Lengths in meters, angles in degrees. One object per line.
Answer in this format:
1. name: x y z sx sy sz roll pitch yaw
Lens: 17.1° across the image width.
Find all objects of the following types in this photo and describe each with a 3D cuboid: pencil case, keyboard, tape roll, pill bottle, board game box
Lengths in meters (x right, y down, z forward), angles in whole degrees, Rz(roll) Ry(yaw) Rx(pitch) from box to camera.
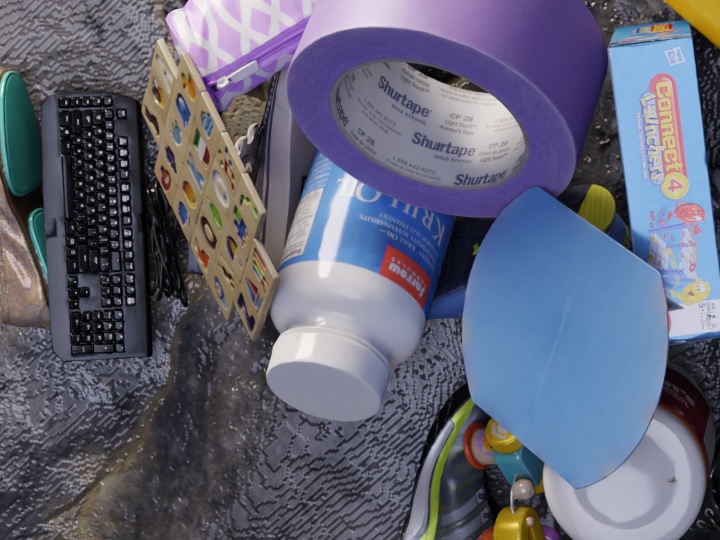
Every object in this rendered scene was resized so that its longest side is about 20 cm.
1. pencil case: -0.041 -0.187 1.679 0.200 0.086 0.084 -31 120 3
2. keyboard: -0.181 -0.034 1.778 0.104 0.040 0.201 -4 91 -12
3. tape roll: 0.057 -0.127 1.582 0.199 0.200 0.085 16 59 8
4. pill bottle: 0.191 0.123 1.669 0.109 0.200 0.110 2 100 11
5. pill bottle: 0.000 0.000 1.681 0.112 0.112 0.201 10 61 9
6. board game box: 0.143 0.044 1.566 0.200 0.039 0.159 39 120 47
7. board game box: 0.209 -0.065 1.635 0.056 0.196 0.201 -7 98 8

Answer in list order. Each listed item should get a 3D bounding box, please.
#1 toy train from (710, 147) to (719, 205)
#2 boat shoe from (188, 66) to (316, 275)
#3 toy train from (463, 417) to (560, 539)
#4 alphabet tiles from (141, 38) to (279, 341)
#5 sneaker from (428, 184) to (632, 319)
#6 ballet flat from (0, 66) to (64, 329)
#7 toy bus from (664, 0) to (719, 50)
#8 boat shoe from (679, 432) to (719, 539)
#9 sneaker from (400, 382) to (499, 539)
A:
1. toy train: 0.335 -0.078 1.671 0.200 0.087 0.114 -37 82 17
2. boat shoe: -0.077 -0.079 1.757 0.092 0.075 0.201 7 89 28
3. toy train: 0.122 0.173 1.732 0.055 0.150 0.201 -5 91 26
4. alphabet tiles: -0.107 -0.056 1.682 0.006 0.167 0.200 -19 68 -20
5. sneaker: 0.110 0.005 1.723 0.199 0.074 0.082 -14 136 34
6. ballet flat: -0.269 -0.050 1.801 0.067 0.068 0.201 -10 96 20
7. toy bus: 0.237 -0.204 1.655 0.200 0.078 0.065 43 103 12
8. boat shoe: 0.266 0.162 1.733 0.068 0.057 0.201 25 103 2
9. sneaker: 0.077 0.175 1.774 0.081 0.074 0.201 14 109 1
